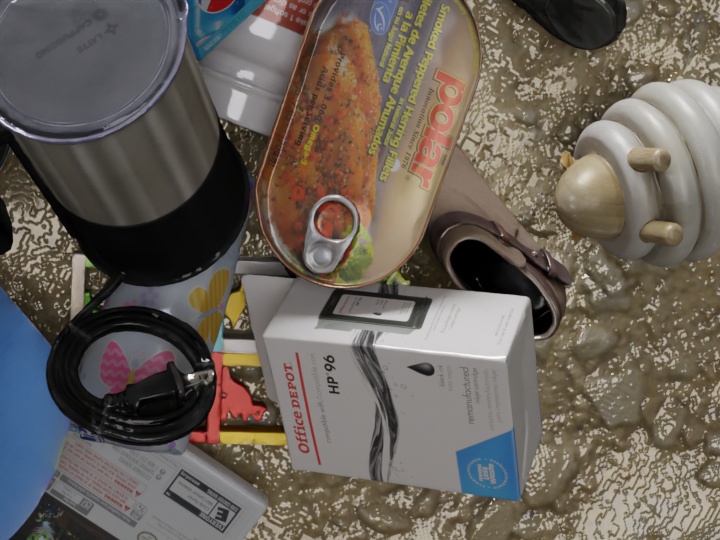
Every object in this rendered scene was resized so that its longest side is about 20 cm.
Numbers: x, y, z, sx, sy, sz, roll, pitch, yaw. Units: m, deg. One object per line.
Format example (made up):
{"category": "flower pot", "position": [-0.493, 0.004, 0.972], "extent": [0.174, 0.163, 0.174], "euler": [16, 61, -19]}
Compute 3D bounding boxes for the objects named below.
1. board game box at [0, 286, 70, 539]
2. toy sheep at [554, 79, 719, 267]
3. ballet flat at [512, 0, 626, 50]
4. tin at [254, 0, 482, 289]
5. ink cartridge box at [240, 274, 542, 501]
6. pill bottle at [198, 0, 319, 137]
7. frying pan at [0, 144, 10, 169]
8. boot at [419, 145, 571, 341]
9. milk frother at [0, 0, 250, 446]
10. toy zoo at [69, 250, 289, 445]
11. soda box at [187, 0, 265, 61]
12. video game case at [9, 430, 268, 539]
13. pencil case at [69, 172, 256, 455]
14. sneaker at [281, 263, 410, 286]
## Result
{"category": "board game box", "position": [-0.254, 0.097, 0.930], "extent": [0.200, 0.039, 0.159], "euler": [41, 95, 32]}
{"category": "toy sheep", "position": [0.222, -0.069, 0.980], "extent": [0.197, 0.138, 0.140], "euler": [-14, 100, -17]}
{"category": "ballet flat", "position": [0.106, -0.230, 0.989], "extent": [0.200, 0.057, 0.066], "euler": [46, 117, -7]}
{"category": "tin", "position": [0.007, -0.088, 0.877], "extent": [0.111, 0.042, 0.202], "euler": [22, 99, 9]}
{"category": "ink cartridge box", "position": [0.010, 0.072, 0.913], "extent": [0.197, 0.068, 0.117], "euler": [5, 127, 21]}
{"category": "pill bottle", "position": [-0.053, -0.193, 0.927], "extent": [0.111, 0.112, 0.202], "euler": [20, 94, -11]}
{"category": "frying pan", "position": [-0.233, -0.114, 0.842], "extent": [0.189, 0.031, 0.115], "euler": [-37, 104, 0]}
{"category": "boot", "position": [0.059, -0.034, 0.948], "extent": [0.199, 0.146, 0.071], "euler": [35, 104, -12]}
{"category": "milk frother", "position": [-0.135, -0.032, 0.790], "extent": [0.180, 0.189, 0.201], "euler": [-36, 68, -8]}
{"category": "toy zoo", "position": [-0.104, 0.055, 0.999], "extent": [0.197, 0.020, 0.133], "euler": [3, 97, -9]}
{"category": "soda box", "position": [-0.138, -0.218, 0.873], "extent": [0.068, 0.200, 0.064], "euler": [-42, 145, -1]}
{"category": "video game case", "position": [-0.194, 0.175, 0.986], "extent": [0.199, 0.023, 0.183], "euler": [35, 100, -12]}
{"category": "pencil case", "position": [-0.131, 0.019, 0.928], "extent": [0.090, 0.083, 0.203], "euler": [9, 76, 28]}
{"category": "sneaker", "position": [0.000, 0.000, 0.970], "extent": [0.075, 0.076, 0.202], "euler": [-38, 110, -34]}
